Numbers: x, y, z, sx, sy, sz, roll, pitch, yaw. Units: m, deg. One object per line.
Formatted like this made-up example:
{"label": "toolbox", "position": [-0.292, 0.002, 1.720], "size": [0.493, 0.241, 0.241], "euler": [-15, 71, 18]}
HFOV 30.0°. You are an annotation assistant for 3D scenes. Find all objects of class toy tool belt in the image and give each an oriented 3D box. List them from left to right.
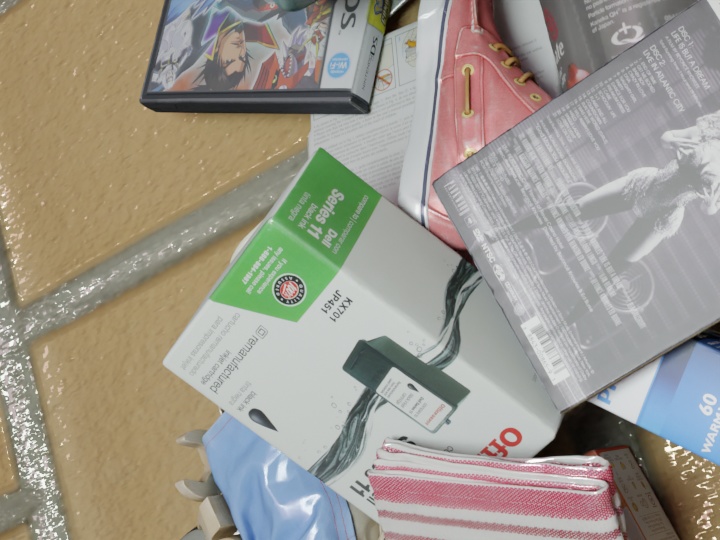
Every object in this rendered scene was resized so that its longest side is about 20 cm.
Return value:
{"label": "toy tool belt", "position": [-0.056, 0.135, 0.867], "size": [0.125, 0.122, 0.201], "euler": [-50, 61, 28]}

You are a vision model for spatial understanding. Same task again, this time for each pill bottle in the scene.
{"label": "pill bottle", "position": [0.159, -0.168, 0.790], "size": [0.110, 0.110, 0.202], "euler": [-20, 76, 31]}

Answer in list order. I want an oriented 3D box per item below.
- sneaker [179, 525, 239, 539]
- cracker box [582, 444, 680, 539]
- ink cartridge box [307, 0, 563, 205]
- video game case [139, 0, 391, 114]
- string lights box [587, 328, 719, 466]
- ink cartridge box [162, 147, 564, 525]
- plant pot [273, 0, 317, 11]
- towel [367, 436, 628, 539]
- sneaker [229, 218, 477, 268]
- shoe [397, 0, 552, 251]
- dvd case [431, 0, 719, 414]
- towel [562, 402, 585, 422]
{"label": "sneaker", "position": [-0.063, 0.248, 0.920], "size": [0.200, 0.079, 0.074], "euler": [37, 150, 34]}
{"label": "cracker box", "position": [0.147, 0.226, 0.806], "size": [0.134, 0.057, 0.201], "euler": [-37, 67, 27]}
{"label": "ink cartridge box", "position": [0.052, -0.113, 0.901], "size": [0.199, 0.043, 0.175], "euler": [-17, 64, 32]}
{"label": "video game case", "position": [-0.062, -0.202, 0.968], "size": [0.198, 0.025, 0.183], "euler": [5, 78, 35]}
{"label": "string lights box", "position": [0.236, 0.085, 0.728], "size": [0.199, 0.102, 0.059], "euler": [25, 100, 33]}
{"label": "ink cartridge box", "position": [0.008, 0.051, 0.785], "size": [0.199, 0.083, 0.147], "euler": [36, 129, -5]}
{"label": "plant pot", "position": [-0.019, -0.272, 0.814], "size": [0.195, 0.200, 0.197], "euler": [-32, 82, -7]}
{"label": "towel", "position": [0.092, 0.183, 0.747], "size": [0.145, 0.030, 0.202], "euler": [1, 120, 34]}
{"label": "sneaker", "position": [0.000, 0.000, 0.847], "size": [0.199, 0.105, 0.076], "euler": [-10, 48, 38]}
{"label": "shoe", "position": [0.082, -0.105, 0.810], "size": [0.090, 0.071, 0.202], "euler": [1, 70, 22]}
{"label": "dvd case", "position": [0.153, -0.038, 0.714], "size": [0.199, 0.016, 0.150], "euler": [-34, 76, 19]}
{"label": "towel", "position": [0.046, 0.082, 0.898], "size": [0.199, 0.034, 0.133], "euler": [-36, 70, 26]}
